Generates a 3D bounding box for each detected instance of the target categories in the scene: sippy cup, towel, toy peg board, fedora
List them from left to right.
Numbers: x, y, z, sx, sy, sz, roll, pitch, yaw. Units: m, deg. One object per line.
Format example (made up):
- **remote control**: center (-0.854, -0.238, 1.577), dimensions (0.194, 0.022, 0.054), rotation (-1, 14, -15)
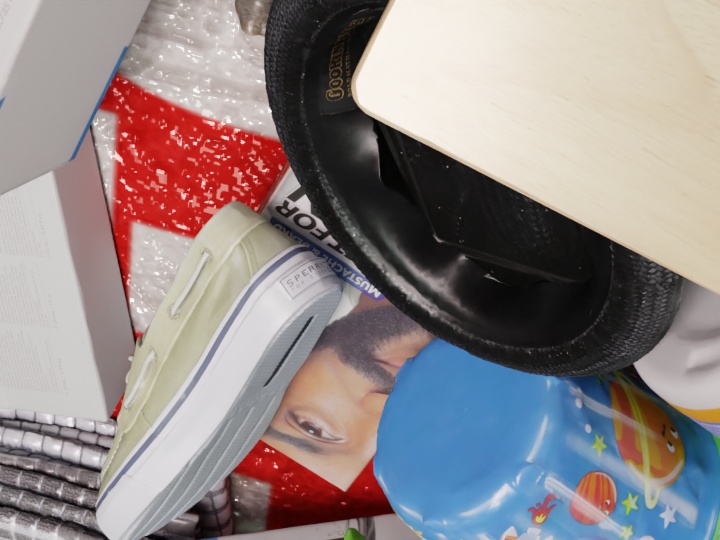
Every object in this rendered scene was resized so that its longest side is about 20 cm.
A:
- **towel**: center (-0.169, 0.163, 1.036), dimensions (0.199, 0.086, 0.166), rotation (11, 129, 13)
- **fedora**: center (0.058, -0.058, 0.720), dimensions (0.200, 0.092, 0.201), rotation (28, 146, 21)
- **sippy cup**: center (0.078, 0.089, 0.829), dimensions (0.130, 0.178, 0.139), rotation (35, 176, -41)
- **toy peg board**: center (0.131, -0.098, 0.507), dimensions (0.199, 0.098, 0.200), rotation (26, 109, -4)

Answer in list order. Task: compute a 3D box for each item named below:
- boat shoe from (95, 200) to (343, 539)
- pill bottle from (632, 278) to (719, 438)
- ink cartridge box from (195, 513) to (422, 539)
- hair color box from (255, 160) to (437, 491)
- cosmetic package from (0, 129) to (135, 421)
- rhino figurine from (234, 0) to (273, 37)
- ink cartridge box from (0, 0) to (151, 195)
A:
- **boat shoe**: center (-0.074, 0.049, 0.859), dimensions (0.062, 0.072, 0.200), rotation (48, 128, 16)
- **pill bottle**: center (0.211, 0.046, 0.750), dimensions (0.199, 0.113, 0.112), rotation (33, 132, -26)
- **ink cartridge box**: center (-0.004, 0.198, 0.914), dimensions (0.199, 0.145, 0.084), rotation (-6, 127, -10)
- **hair color box**: center (0.000, 0.000, 0.867), dimensions (0.111, 0.064, 0.200), rotation (31, 131, -4)
- **cosmetic package**: center (-0.200, -0.024, 0.932), dimensions (0.150, 0.052, 0.201), rotation (5, 126, 15)
- **rhino figurine**: center (-0.025, -0.141, 0.774), dimensions (0.199, 0.060, 0.088), rotation (22, 132, 2)
- **ink cartridge box**: center (-0.186, -0.145, 0.772), dimensions (0.200, 0.084, 0.145), rotation (45, 133, 12)
